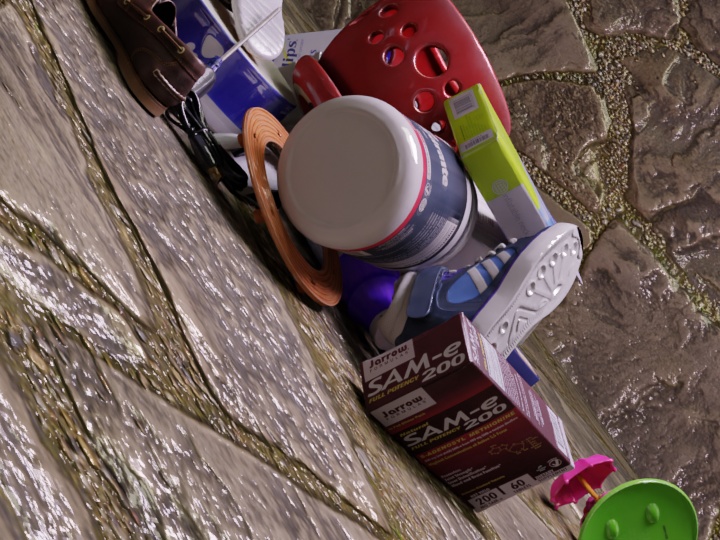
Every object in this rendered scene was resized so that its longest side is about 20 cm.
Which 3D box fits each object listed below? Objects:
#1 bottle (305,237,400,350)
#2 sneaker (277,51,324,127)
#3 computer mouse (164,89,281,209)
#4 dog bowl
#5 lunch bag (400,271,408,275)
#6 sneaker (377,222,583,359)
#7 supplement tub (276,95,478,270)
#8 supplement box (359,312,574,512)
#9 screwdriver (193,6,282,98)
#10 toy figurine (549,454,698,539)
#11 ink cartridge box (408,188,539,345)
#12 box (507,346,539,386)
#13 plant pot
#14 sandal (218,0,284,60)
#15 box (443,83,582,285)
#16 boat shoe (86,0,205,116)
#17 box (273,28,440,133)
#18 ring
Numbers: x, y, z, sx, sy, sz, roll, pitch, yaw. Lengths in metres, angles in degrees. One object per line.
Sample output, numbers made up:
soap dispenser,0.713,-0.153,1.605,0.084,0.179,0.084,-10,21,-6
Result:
bottle,0.000,0.000,1.506,0.083,0.065,0.200,37,17,-44
sneaker,-0.047,-0.209,1.741,0.080,0.199,0.077,30,67,-50
computer mouse,-0.114,-0.108,1.408,0.110,0.044,0.200,54,8,17
dog bowl,-0.158,-0.228,1.558,0.200,0.079,0.200,51,8,-10
lunch bag,0.021,-0.088,1.748,0.200,0.139,0.168,46,18,-23
sneaker,0.104,0.010,1.392,0.146,0.200,0.081,20,-35,36
supplement tub,0.022,-0.076,1.375,0.141,0.140,0.200,55,14,21
supplement box,0.098,0.131,1.308,0.200,0.109,0.061,45,25,-40
screwdriver,-0.133,-0.216,1.439,0.029,0.028,0.200,29,47,5
toy figurine,0.302,0.306,1.758,0.184,0.150,0.201,-133,-156,-68
ink cartridge box,0.134,-0.026,1.599,0.145,0.088,0.200,30,25,-12
box,0.138,0.061,1.644,0.121,0.032,0.200,47,8,-45
plant pot,0.035,-0.186,1.567,0.201,0.182,0.200,61,-5,10
sandal,-0.125,-0.290,1.557,0.079,0.059,0.207,28,41,-31
box,0.154,-0.078,1.474,0.200,0.048,0.122,57,13,-31
boat shoe,-0.196,-0.222,1.349,0.070,0.070,0.200,37,15,-50
box,-0.011,-0.225,1.890,0.184,0.199,0.105,41,52,-57
ring,-0.067,-0.058,1.373,0.200,0.019,0.201,-21,90,-76
